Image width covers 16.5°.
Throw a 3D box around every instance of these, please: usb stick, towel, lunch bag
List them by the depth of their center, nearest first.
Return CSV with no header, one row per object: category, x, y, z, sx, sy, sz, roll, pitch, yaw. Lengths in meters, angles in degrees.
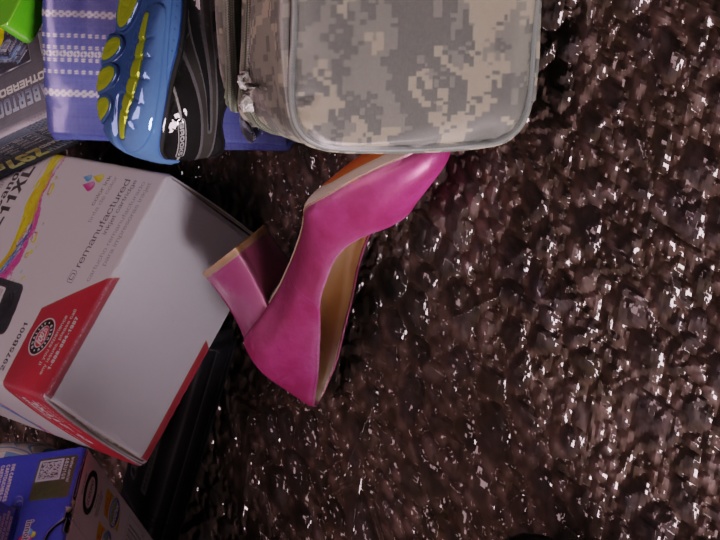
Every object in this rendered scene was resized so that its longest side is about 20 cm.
lunch bag,-0.004,-0.155,1.183,0.168,0.139,0.201,-150,57,-66
towel,-0.100,-0.164,1.327,0.144,0.024,0.201,3,103,8
usb stick,-0.113,0.103,1.473,0.055,0.033,0.200,55,138,43

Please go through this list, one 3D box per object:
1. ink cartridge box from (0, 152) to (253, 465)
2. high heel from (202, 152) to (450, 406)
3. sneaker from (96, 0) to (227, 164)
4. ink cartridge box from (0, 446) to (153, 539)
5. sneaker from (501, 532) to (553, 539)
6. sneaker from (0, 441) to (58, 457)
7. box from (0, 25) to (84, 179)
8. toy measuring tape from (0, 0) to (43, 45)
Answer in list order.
ink cartridge box,-0.170,0.015,1.429,0.200,0.083,0.146,12,70,52
high heel,0.000,0.000,1.281,0.200,0.067,0.096,-34,94,41
sneaker,-0.075,-0.151,1.284,0.071,0.083,0.200,21,95,50
ink cartridge box,-0.169,0.195,1.404,0.076,0.137,0.200,-9,136,19
sneaker,0.110,0.201,1.157,0.200,0.071,0.098,51,137,36
sneaker,-0.207,0.206,1.601,0.072,0.072,0.200,5,112,23
box,-0.202,-0.144,1.442,0.200,0.051,0.158,-22,69,30
toy measuring tape,-0.176,-0.211,1.369,0.074,0.074,0.200,23,86,49
